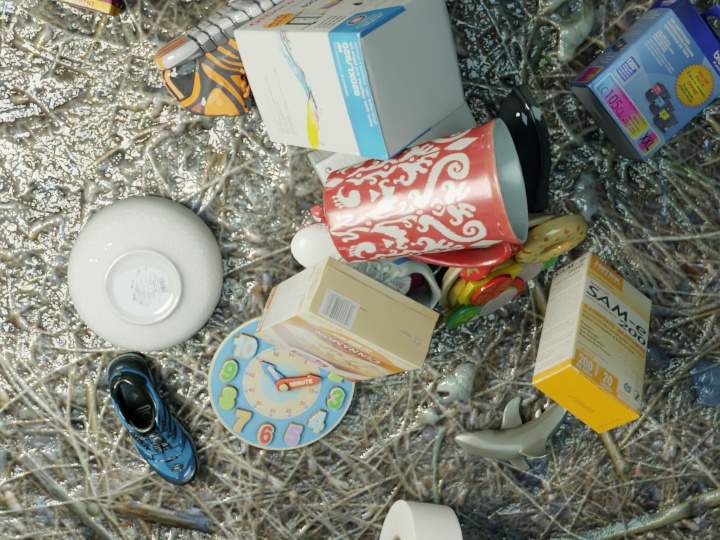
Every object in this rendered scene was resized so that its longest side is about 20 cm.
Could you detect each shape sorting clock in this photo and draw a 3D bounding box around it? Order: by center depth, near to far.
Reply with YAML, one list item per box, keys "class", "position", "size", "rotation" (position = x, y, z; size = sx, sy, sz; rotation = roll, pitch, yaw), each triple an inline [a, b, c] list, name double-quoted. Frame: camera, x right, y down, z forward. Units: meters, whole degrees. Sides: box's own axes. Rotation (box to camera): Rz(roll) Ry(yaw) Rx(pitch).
- class: "shape sorting clock"
  position: [-0.106, 0.152, 1.198]
  size: [0.198, 0.039, 0.202]
  rotation: [-2, 104, -8]

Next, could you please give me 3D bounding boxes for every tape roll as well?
- class: "tape roll"
  position: [0.076, 0.419, 1.210]
  size: [0.070, 0.202, 0.204]
  rotation: [9, 102, -11]

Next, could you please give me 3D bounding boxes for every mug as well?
- class: "mug"
  position: [0.076, -0.058, 0.979]
  size: [0.199, 0.134, 0.179]
  rotation: [-10, 111, 21]

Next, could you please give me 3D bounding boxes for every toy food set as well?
- class: "toy food set"
  position: [0.188, -0.003, 1.145]
  size: [0.199, 0.198, 0.049]
  rotation: [-20, 66, -28]

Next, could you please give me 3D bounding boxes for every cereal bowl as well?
- class: "cereal bowl"
  position: [-0.271, 0.011, 1.116]
  size: [0.198, 0.083, 0.202]
  rotation: [-2, 103, -8]

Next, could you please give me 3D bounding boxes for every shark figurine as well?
- class: "shark figurine"
  position: [0.255, 0.220, 1.249]
  size: [0.214, 0.090, 0.128]
  rotation: [-40, 107, 4]

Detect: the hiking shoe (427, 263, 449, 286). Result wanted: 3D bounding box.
- class: "hiking shoe"
  position: [0.117, -0.055, 1.164]
  size: [0.199, 0.076, 0.101]
  rotation: [-36, 110, 2]

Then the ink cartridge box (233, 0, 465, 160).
- class: "ink cartridge box"
  position: [-0.013, -0.230, 1.002]
  size: [0.147, 0.199, 0.145]
  rotation: [-40, 128, -33]

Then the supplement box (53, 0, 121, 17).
- class: "supplement box"
  position: [-0.315, -0.403, 1.006]
  size: [0.110, 0.086, 0.201]
  rotation: [12, 101, -11]

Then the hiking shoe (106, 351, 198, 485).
- class: "hiking shoe"
  position: [-0.277, 0.207, 1.160]
  size: [0.074, 0.087, 0.201]
  rotation: [-28, 106, -1]

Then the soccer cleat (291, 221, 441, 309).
- class: "soccer cleat"
  position: [0.014, -0.004, 1.070]
  size: [0.199, 0.086, 0.070]
  rotation: [16, 112, -29]

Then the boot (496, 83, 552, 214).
- class: "boot"
  position: [0.137, -0.111, 1.054]
  size: [0.167, 0.077, 0.201]
  rotation: [-21, 143, -4]

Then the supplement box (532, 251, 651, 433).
- class: "supplement box"
  position: [0.309, 0.092, 1.170]
  size: [0.126, 0.201, 0.073]
  rotation: [35, 138, -16]

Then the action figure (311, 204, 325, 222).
- class: "action figure"
  position: [0.000, 0.000, 1.151]
  size: [0.065, 0.099, 0.201]
  rotation: [-36, 104, -2]

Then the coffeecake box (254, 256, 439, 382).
- class: "coffeecake box"
  position: [-0.022, 0.066, 1.081]
  size: [0.153, 0.200, 0.073]
  rotation: [27, 69, -17]

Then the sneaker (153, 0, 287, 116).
- class: "sneaker"
  position: [-0.143, -0.261, 1.082]
  size: [0.199, 0.078, 0.112]
  rotation: [-32, 121, -5]

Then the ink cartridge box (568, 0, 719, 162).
- class: "ink cartridge box"
  position: [0.394, -0.260, 1.159]
  size: [0.200, 0.076, 0.137]
  rotation: [-43, 106, 1]

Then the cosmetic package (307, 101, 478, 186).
- class: "cosmetic package"
  position: [0.040, -0.155, 1.110]
  size: [0.199, 0.113, 0.081]
  rotation: [-28, 107, 0]
